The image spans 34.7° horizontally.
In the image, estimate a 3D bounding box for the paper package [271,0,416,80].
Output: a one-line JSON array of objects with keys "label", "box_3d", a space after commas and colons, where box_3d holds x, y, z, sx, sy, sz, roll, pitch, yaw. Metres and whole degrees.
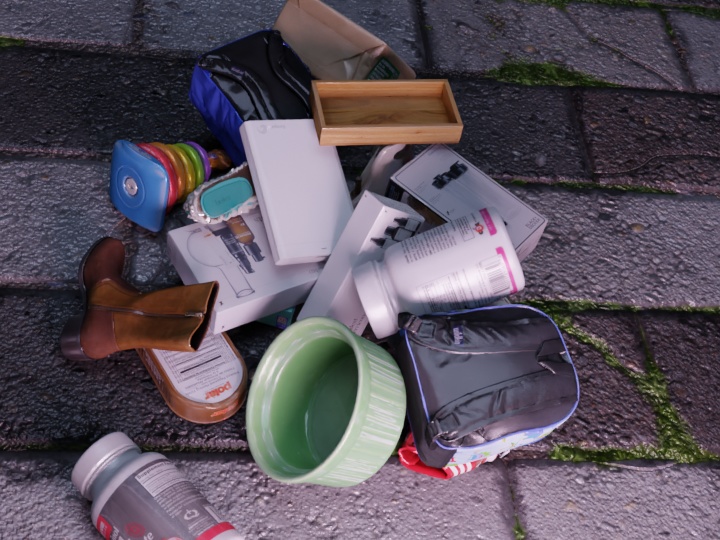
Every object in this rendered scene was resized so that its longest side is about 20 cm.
[{"label": "paper package", "box_3d": [-0.029, -0.334, 1.810, 0.190, 0.200, 0.104, 34, 96, 16]}]

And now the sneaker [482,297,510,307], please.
[{"label": "sneaker", "box_3d": [0.170, 0.027, 1.581, 0.072, 0.085, 0.202, -20, 80, -21]}]

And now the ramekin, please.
[{"label": "ramekin", "box_3d": [-0.038, 0.164, 1.390, 0.097, 0.200, 0.201, 24, 37, -41]}]

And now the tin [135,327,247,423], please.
[{"label": "tin", "box_3d": [-0.223, 0.109, 1.500, 0.111, 0.042, 0.200, -24, 59, -24]}]

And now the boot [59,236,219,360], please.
[{"label": "boot", "box_3d": [-0.274, 0.026, 1.476, 0.198, 0.069, 0.189, -8, 45, 23]}]

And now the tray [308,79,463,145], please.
[{"label": "tray", "box_3d": [0.034, -0.219, 1.598, 0.198, 0.037, 0.099, -3, 50, -12]}]

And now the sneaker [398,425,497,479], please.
[{"label": "sneaker", "box_3d": [0.081, 0.178, 1.484, 0.115, 0.079, 0.200, -22, 57, -29]}]

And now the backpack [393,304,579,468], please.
[{"label": "backpack", "box_3d": [0.150, 0.137, 1.402, 0.198, 0.147, 0.185, -10, 68, -12]}]

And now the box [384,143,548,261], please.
[{"label": "box", "box_3d": [0.142, -0.080, 1.583, 0.199, 0.060, 0.117, 38, 53, 15]}]

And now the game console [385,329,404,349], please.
[{"label": "game console", "box_3d": [0.110, -0.003, 1.623, 0.198, 0.178, 0.116, -10, 24, -21]}]

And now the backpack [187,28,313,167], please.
[{"label": "backpack", "box_3d": [-0.135, -0.225, 1.697, 0.162, 0.168, 0.200, -32, 72, -27]}]

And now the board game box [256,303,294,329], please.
[{"label": "board game box", "box_3d": [-0.145, -0.023, 1.623, 0.151, 0.045, 0.201, 16, 49, 0]}]

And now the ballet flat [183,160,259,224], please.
[{"label": "ballet flat", "box_3d": [-0.158, -0.115, 1.569, 0.199, 0.072, 0.072, -23, 58, -35]}]

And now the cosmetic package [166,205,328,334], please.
[{"label": "cosmetic package", "box_3d": [-0.140, -0.013, 1.553, 0.199, 0.052, 0.151, -20, 59, -27]}]

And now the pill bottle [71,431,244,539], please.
[{"label": "pill bottle", "box_3d": [-0.233, 0.278, 1.304, 0.200, 0.111, 0.110, 40, 53, 21]}]

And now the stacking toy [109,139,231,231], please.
[{"label": "stacking toy", "box_3d": [-0.259, -0.145, 1.680, 0.116, 0.111, 0.199, 33, 36, 28]}]

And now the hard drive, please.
[{"label": "hard drive", "box_3d": [-0.078, -0.109, 1.553, 0.131, 0.026, 0.202, -6, 71, -31]}]

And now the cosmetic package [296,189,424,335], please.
[{"label": "cosmetic package", "box_3d": [0.000, 0.000, 1.523, 0.082, 0.201, 0.051, 15, 19, -41]}]

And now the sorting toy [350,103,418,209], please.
[{"label": "sorting toy", "box_3d": [0.042, -0.146, 1.681, 0.106, 0.181, 0.201, 23, 49, 8]}]

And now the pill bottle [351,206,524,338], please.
[{"label": "pill bottle", "box_3d": [0.097, 0.006, 1.453, 0.198, 0.114, 0.114, -21, 53, 3]}]
